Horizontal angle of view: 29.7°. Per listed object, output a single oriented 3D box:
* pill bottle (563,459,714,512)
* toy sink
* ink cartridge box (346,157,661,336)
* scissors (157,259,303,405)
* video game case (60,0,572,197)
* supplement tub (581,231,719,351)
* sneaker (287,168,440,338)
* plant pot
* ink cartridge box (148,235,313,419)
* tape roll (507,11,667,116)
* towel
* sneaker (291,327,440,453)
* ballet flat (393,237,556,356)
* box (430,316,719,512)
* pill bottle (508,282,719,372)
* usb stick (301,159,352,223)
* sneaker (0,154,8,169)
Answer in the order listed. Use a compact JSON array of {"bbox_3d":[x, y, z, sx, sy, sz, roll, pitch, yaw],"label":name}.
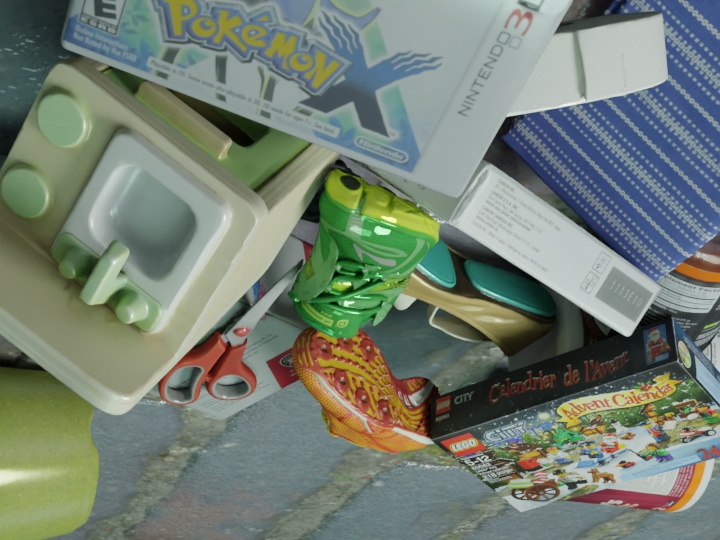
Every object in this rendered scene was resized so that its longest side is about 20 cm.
[{"bbox_3d":[0.208,0.153,1.215,0.198,0.111,0.110,10,146,-22],"label":"pill bottle"},{"bbox_3d":[-0.110,-0.041,0.714,0.130,0.200,0.112,37,119,3],"label":"toy sink"},{"bbox_3d":[0.074,-0.042,0.861,0.199,0.173,0.044,29,96,-43],"label":"ink cartridge box"},{"bbox_3d":[-0.092,0.046,0.925,0.072,0.014,0.200,4,149,-15],"label":"scissors"},{"bbox_3d":[-0.012,-0.131,0.568,0.198,0.022,0.183,20,132,-9],"label":"video game case"},{"bbox_3d":[0.226,-0.020,0.937,0.106,0.108,0.201,1,148,-9],"label":"supplement tub"},{"bbox_3d":[0.000,0.000,0.827,0.074,0.084,0.200,26,166,7],"label":"sneaker"},{"bbox_3d":[-0.315,0.150,1.084,0.183,0.202,0.200,0,151,-32],"label":"plant pot"},{"bbox_3d":[-0.125,0.021,0.975,0.145,0.084,0.199,-28,143,33],"label":"ink cartridge box"},{"bbox_3d":[0.062,-0.106,0.722,0.200,0.037,0.203,-9,-170,1],"label":"tape roll"},{"bbox_3d":[0.185,-0.092,0.815,0.145,0.024,0.200,45,140,3],"label":"towel"},{"bbox_3d":[-0.004,0.096,0.977,0.076,0.074,0.200,-15,151,20],"label":"sneaker"},{"bbox_3d":[0.056,0.013,0.980,0.199,0.069,0.063,27,122,-27],"label":"ballet flat"},{"bbox_3d":[0.169,0.112,0.999,0.199,0.038,0.136,-22,137,29],"label":"box"},{"bbox_3d":[0.226,0.071,1.083,0.198,0.110,0.109,8,147,-19],"label":"pill bottle"},{"bbox_3d":[-0.099,-0.072,0.877,0.198,0.033,0.056,14,136,-27],"label":"usb stick"},{"bbox_3d":[-0.187,-0.016,0.853,0.198,0.074,0.083,17,115,18],"label":"sneaker"}]
